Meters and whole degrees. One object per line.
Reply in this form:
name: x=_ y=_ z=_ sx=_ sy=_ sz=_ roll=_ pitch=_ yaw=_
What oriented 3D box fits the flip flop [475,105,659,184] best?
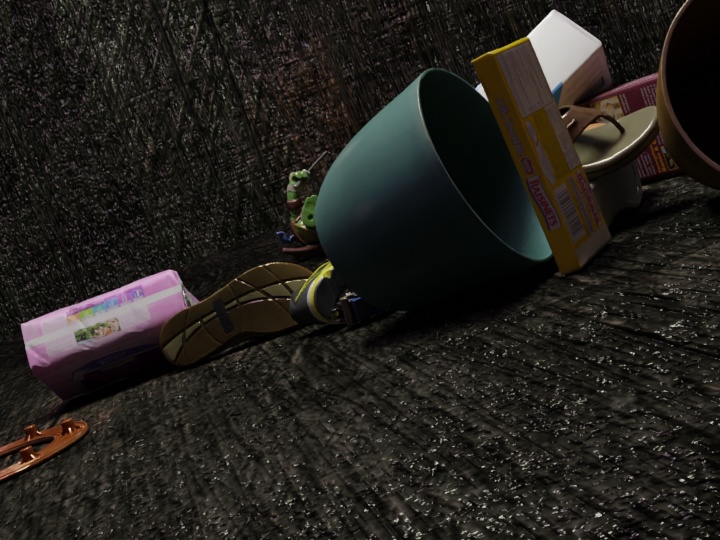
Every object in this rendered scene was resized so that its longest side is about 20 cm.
flip flop: x=0.190 y=-0.127 z=1.361 sx=0.199 sy=0.058 sz=0.081 roll=-8 pitch=32 yaw=23

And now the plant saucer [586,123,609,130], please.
plant saucer: x=0.198 y=-0.096 z=1.501 sx=0.200 sy=0.032 sz=0.200 roll=-28 pitch=-15 yaw=-8

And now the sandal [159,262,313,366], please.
sandal: x=-0.129 y=0.051 z=1.580 sx=0.200 sy=0.081 sz=0.054 roll=-25 pitch=-16 yaw=13

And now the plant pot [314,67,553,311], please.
plant pot: x=0.057 y=-0.056 z=1.291 sx=0.161 sy=0.201 sz=0.201 roll=-33 pitch=0 yaw=28

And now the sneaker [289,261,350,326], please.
sneaker: x=0.000 y=0.000 z=1.499 sx=0.200 sy=0.075 sz=0.085 roll=-27 pitch=8 yaw=-41

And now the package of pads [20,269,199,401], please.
package of pads: x=-0.283 y=0.076 z=1.660 sx=0.199 sy=0.076 sz=0.121 roll=-21 pitch=-25 yaw=1

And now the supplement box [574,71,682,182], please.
supplement box: x=0.348 y=-0.167 z=1.575 sx=0.086 sy=0.111 sz=0.200 roll=-25 pitch=7 yaw=-35

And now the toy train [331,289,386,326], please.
toy train: x=0.061 y=0.009 z=1.421 sx=0.200 sy=0.034 sz=0.046 roll=-24 pitch=19 yaw=-23

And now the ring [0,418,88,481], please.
ring: x=-0.365 y=0.189 z=1.399 sx=0.200 sy=0.019 sz=0.200 roll=-22 pitch=6 yaw=2

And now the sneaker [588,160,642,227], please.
sneaker: x=0.207 y=-0.076 z=1.419 sx=0.118 sy=0.074 sz=0.200 roll=-10 pitch=14 yaw=32

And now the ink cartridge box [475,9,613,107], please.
ink cartridge box: x=0.227 y=-0.190 z=1.692 sx=0.145 sy=0.085 sz=0.200 roll=-45 pitch=-30 yaw=-5

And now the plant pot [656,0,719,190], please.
plant pot: x=0.331 y=-0.142 z=1.221 sx=0.186 sy=0.187 sz=0.200 roll=-22 pitch=-7 yaw=-3

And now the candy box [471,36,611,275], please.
candy box: x=0.161 y=-0.102 z=1.240 sx=0.026 sy=0.201 sz=0.102 roll=-21 pitch=6 yaw=27

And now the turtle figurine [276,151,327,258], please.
turtle figurine: x=-0.047 y=-0.107 z=2.274 sx=0.200 sy=0.144 sz=0.194 roll=-26 pitch=11 yaw=-7
